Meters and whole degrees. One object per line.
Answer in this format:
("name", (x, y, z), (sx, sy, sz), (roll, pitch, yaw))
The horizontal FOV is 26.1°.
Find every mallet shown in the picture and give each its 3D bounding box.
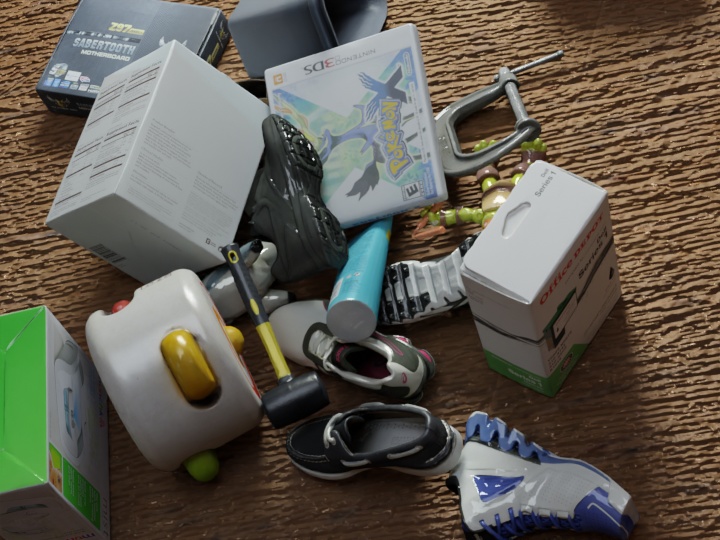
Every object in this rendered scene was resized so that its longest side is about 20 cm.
("mallet", (-0.087, 0.059, 1.584), (0.066, 0.041, 0.200), (-17, 74, 1))

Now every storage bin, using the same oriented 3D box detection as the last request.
("storage bin", (-0.068, -0.309, 1.803), (0.134, 0.146, 0.200), (-10, 33, 21))

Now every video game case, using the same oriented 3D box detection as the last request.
("video game case", (-0.008, -0.149, 1.680), (0.182, 0.022, 0.200), (-15, 75, 20))

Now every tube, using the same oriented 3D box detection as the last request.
("tube", (0.000, 0.000, 1.620), (0.077, 0.050, 0.200), (-33, 22, 23))

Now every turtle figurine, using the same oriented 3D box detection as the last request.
("turtle figurine", (0.160, -0.078, 1.646), (0.200, 0.064, 0.161), (-14, 32, 24))

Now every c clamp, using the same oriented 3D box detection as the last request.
("c clamp", (0.151, -0.173, 1.707), (0.171, 0.027, 0.200), (-21, 30, 14))

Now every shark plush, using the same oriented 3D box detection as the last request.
("shark plush", (-0.155, 0.028, 1.710), (0.200, 0.091, 0.083), (-40, 33, 9))

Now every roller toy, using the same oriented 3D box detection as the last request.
("roller toy", (-0.183, 0.096, 1.580), (0.140, 0.200, 0.183), (-28, 51, -3))

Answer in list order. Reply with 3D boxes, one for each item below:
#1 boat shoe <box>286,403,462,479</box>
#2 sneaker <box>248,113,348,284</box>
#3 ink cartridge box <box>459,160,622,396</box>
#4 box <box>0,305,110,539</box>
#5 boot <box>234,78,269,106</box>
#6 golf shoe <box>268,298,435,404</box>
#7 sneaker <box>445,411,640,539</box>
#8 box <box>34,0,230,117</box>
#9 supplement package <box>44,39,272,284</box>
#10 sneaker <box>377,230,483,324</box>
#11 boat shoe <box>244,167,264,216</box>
("boat shoe", (0.002, 0.166, 1.532), (0.200, 0.060, 0.074), (1, 60, 37))
("sneaker", (-0.082, -0.077, 1.637), (0.091, 0.076, 0.200), (-28, 57, 20))
("ink cartridge box", (0.181, 0.011, 1.525), (0.084, 0.200, 0.146), (27, 70, 26))
("box", (-0.331, 0.170, 1.584), (0.096, 0.177, 0.200), (-13, 57, 8))
("boot", (-0.075, -0.184, 1.788), (0.199, 0.076, 0.074), (-2, 57, 13))
("golf shoe", (-0.021, 0.075, 1.601), (0.200, 0.088, 0.077), (18, 91, 26))
("sneaker", (0.160, 0.227, 1.482), (0.199, 0.081, 0.115), (24, 72, 34))
("box", (-0.277, -0.258, 1.901), (0.200, 0.051, 0.158), (12, 62, 21))
("supplement package", (-0.218, -0.114, 1.708), (0.151, 0.152, 0.200), (-17, 49, 48))
("sneaker", (0.093, 0.017, 1.628), (0.200, 0.090, 0.067), (-23, 66, 32))
("boat shoe", (-0.040, -0.110, 1.742), (0.200, 0.074, 0.060), (-22, 13, 20))
